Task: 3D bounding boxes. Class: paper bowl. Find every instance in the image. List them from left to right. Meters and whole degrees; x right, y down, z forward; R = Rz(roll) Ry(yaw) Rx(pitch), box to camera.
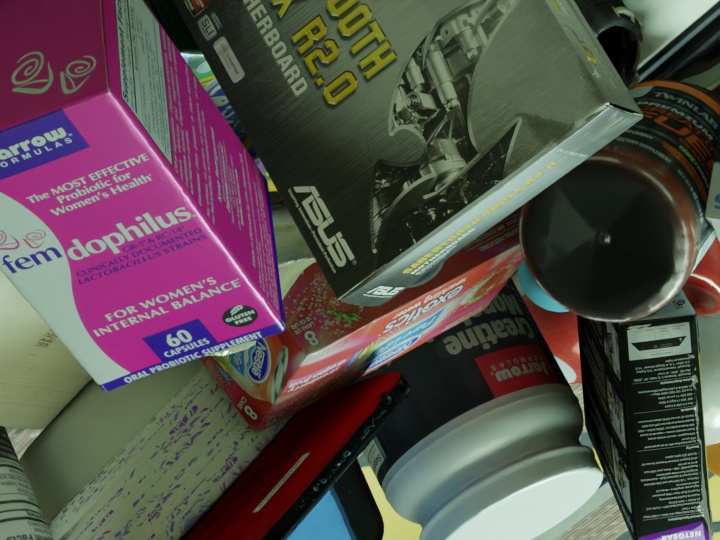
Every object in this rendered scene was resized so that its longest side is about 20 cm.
[{"bbox_3d":[-0.132,0.107,1.576,0.201,0.104,0.201,-47,-179,1],"label":"paper bowl"}]

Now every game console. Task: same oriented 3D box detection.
[{"bbox_3d":[-0.037,0.176,1.520,0.200,0.119,0.172,-48,-167,-29],"label":"game console"}]

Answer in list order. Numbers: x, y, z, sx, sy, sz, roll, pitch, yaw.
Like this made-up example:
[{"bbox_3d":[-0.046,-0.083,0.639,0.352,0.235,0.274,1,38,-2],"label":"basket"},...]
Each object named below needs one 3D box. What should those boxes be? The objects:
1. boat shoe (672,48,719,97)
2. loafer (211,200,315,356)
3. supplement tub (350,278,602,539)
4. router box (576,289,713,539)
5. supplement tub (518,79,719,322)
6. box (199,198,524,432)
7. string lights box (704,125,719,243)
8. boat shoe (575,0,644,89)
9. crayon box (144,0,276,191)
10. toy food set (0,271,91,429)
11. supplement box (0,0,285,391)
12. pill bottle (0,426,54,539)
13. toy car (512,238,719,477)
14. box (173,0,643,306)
[{"bbox_3d":[0.271,-0.126,1.622,0.075,0.075,0.202,-4,149,-46],"label":"boat shoe"},{"bbox_3d":[-0.067,0.008,1.343,0.200,0.068,0.076,-19,180,38],"label":"loafer"},{"bbox_3d":[0.058,0.076,1.656,0.140,0.200,0.140,-24,159,-10],"label":"supplement tub"},{"bbox_3d":[0.172,0.064,1.585,0.051,0.150,0.200,-7,-160,-2],"label":"router box"},{"bbox_3d":[0.170,-0.051,1.526,0.107,0.107,0.200,-40,-177,30],"label":"supplement tub"},{"bbox_3d":[0.000,0.000,1.513,0.200,0.096,0.100,-27,163,-35],"label":"box"},{"bbox_3d":[0.247,-0.108,1.473,0.059,0.201,0.103,7,167,17],"label":"string lights box"},{"bbox_3d":[0.132,-0.127,1.465,0.074,0.060,0.200,-34,162,-1],"label":"boat shoe"},{"bbox_3d":[-0.064,-0.094,1.325,0.200,0.052,0.126,-6,150,-46],"label":"crayon box"},{"bbox_3d":[-0.190,0.016,1.437,0.144,0.060,0.200,-45,157,15],"label":"toy food set"},{"bbox_3d":[-0.122,-0.046,1.194,0.101,0.104,0.200,-19,140,13],"label":"supplement box"},{"bbox_3d":[-0.236,0.154,1.480,0.106,0.200,0.106,-23,159,-10],"label":"pill bottle"},{"bbox_3d":[0.209,0.066,1.818,0.177,0.200,0.184,-23,158,-10],"label":"toy car"},{"bbox_3d":[0.013,-0.108,1.175,0.158,0.200,0.048,-35,161,21],"label":"box"}]
